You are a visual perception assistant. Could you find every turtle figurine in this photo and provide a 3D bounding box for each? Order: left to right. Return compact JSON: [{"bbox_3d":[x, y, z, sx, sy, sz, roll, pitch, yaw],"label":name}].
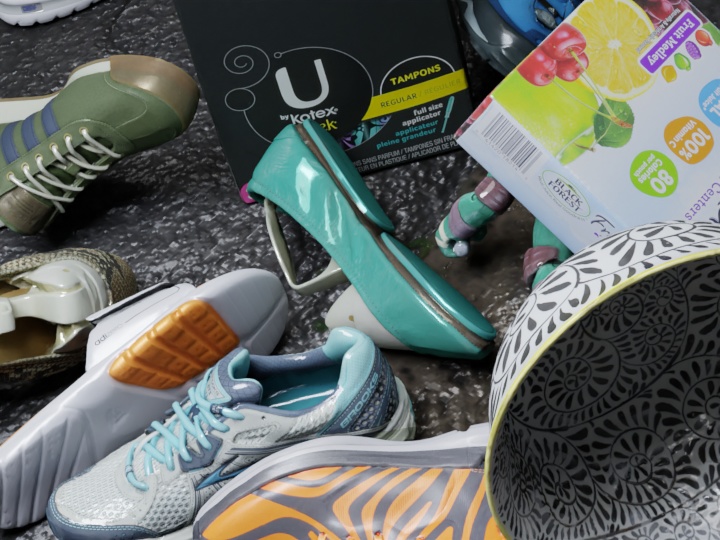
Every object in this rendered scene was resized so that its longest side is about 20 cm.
[{"bbox_3d":[0.111,-0.042,1.401,0.149,0.101,0.200,-15,52,2],"label":"turtle figurine"}]

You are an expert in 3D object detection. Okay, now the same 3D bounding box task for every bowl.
[{"bbox_3d":[0.136,0.045,1.228,0.200,0.201,0.094,-23,41,-6],"label":"bowl"}]

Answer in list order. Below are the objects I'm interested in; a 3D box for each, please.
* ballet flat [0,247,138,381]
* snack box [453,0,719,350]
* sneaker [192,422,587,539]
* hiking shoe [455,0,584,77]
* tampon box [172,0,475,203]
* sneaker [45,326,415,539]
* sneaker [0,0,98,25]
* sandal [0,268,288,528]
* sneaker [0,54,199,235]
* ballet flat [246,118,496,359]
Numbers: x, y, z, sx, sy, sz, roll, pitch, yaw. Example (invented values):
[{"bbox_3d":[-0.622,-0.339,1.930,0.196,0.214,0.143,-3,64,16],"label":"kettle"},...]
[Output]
[{"bbox_3d":[-0.196,0.029,1.398,0.200,0.068,0.075,-13,-2,-31],"label":"ballet flat"},{"bbox_3d":[0.167,-0.050,1.334,0.200,0.053,0.142,44,57,2],"label":"snack box"},{"bbox_3d":[0.017,0.141,1.268,0.199,0.078,0.112,-13,45,4],"label":"sneaker"},{"bbox_3d":[0.112,-0.184,1.501,0.087,0.074,0.200,-40,20,35],"label":"hiking shoe"},{"bbox_3d":[-0.028,-0.165,1.478,0.149,0.200,0.126,-15,46,3],"label":"tampon box"},{"bbox_3d":[-0.074,0.082,1.343,0.200,0.086,0.078,-22,45,-5],"label":"sneaker"},{"bbox_3d":[-0.150,-0.226,1.652,0.200,0.082,0.075,-26,46,-8],"label":"sneaker"},{"bbox_3d":[-0.134,0.055,1.391,0.206,0.079,0.059,-35,51,-14],"label":"sandal"},{"bbox_3d":[-0.175,-0.059,1.490,0.200,0.067,0.090,-10,51,44],"label":"sneaker"},{"bbox_3d":[0.000,0.000,1.418,0.070,0.067,0.200,-47,53,10],"label":"ballet flat"}]
